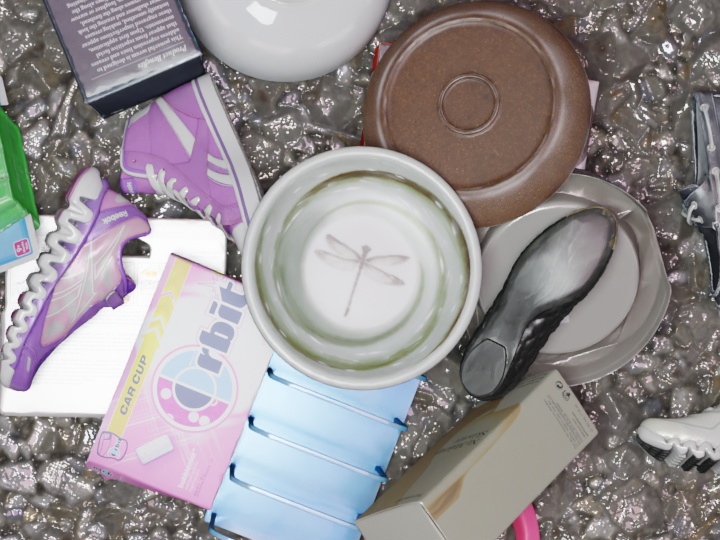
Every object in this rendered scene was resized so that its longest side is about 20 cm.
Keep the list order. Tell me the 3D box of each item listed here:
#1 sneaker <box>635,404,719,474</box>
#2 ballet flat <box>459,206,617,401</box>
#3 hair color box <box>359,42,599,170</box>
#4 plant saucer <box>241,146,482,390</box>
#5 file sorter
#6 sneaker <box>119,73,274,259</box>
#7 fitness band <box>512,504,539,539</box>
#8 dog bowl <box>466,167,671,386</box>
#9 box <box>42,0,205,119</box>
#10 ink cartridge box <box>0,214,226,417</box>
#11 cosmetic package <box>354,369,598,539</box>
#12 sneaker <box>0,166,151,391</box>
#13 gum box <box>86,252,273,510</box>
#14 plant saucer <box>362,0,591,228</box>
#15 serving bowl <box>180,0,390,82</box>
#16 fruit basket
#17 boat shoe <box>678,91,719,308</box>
[{"bbox_3d":[0.345,0.142,1.595,0.198,0.075,0.082,4,76,-6],"label":"sneaker"},{"bbox_3d":[0.150,0.025,1.514,0.066,0.057,0.200,39,103,9],"label":"ballet flat"},{"bbox_3d":[0.104,-0.135,1.577,0.198,0.061,0.102,9,89,-4],"label":"hair color box"},{"bbox_3d":[0.000,0.000,1.468,0.198,0.050,0.202,1,83,-4],"label":"plant saucer"},{"bbox_3d":[-0.037,0.155,1.538,0.138,0.123,0.201,21,88,-4],"label":"file sorter"},{"bbox_3d":[-0.144,-0.067,1.534,0.114,0.073,0.201,-24,59,-2],"label":"sneaker"},{"bbox_3d":[0.082,0.254,1.543,0.200,0.037,0.144,-40,99,-33],"label":"fitness band"},{"bbox_3d":[0.171,0.000,1.553,0.198,0.059,0.201,0,113,1],"label":"dog bowl"},{"bbox_3d":[-0.219,-0.246,1.512,0.106,0.148,0.201,-22,92,-3],"label":"box"},{"bbox_3d":[-0.216,0.041,1.564,0.198,0.045,0.178,2,90,-4],"label":"ink cartridge box"},{"bbox_3d":[0.099,0.174,1.493,0.200,0.105,0.071,-39,97,-39],"label":"cosmetic package"},{"bbox_3d":[-0.241,0.017,1.505,0.088,0.080,0.201,26,89,-15],"label":"sneaker"},{"bbox_3d":[-0.147,0.099,1.514,0.113,0.066,0.201,22,89,-5],"label":"gum box"},{"bbox_3d":[0.094,-0.137,1.497,0.199,0.034,0.202,-3,77,14],"label":"plant saucer"},{"bbox_3d":[-0.064,-0.271,1.558,0.198,0.066,0.202,0,87,-8],"label":"serving bowl"},{"bbox_3d":[-0.382,-0.061,1.511,0.199,0.094,0.186,-17,64,2],"label":"fruit basket"},{"bbox_3d":[0.318,-0.062,1.586,0.067,0.072,0.202,3,87,-6],"label":"boat shoe"}]
